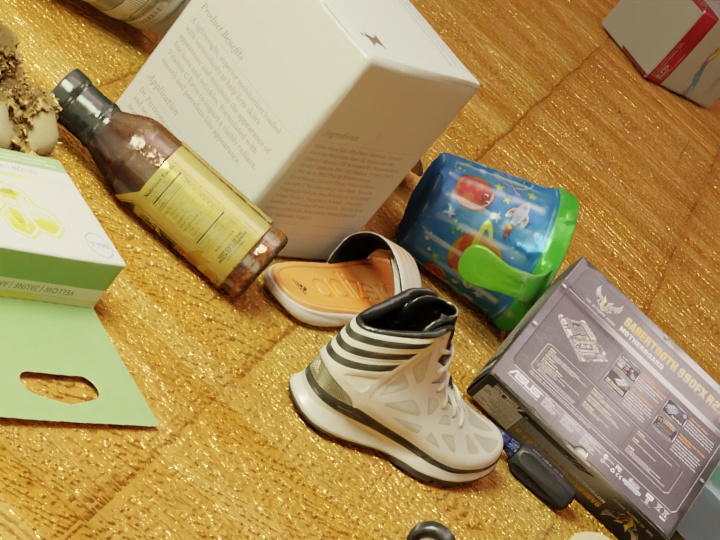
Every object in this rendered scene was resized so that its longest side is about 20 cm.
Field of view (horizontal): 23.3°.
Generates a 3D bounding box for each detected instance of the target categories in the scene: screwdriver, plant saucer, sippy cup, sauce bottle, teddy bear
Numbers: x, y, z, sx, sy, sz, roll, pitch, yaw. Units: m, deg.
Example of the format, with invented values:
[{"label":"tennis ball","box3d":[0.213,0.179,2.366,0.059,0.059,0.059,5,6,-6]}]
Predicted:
[{"label":"screwdriver","box3d":[0.090,0.118,1.371,0.200,0.028,0.029,39,51,-2]},{"label":"plant saucer","box3d":[0.302,0.218,1.531,0.200,0.027,0.201,35,23,-17]},{"label":"sippy cup","box3d":[0.106,-0.035,1.553,0.130,0.140,0.178,27,-16,-8]},{"label":"sauce bottle","box3d":[-0.144,-0.066,1.268,0.200,0.066,0.066,42,22,0]},{"label":"teddy bear","box3d":[-0.283,-0.149,1.208,0.200,0.067,0.145,49,27,-1]}]

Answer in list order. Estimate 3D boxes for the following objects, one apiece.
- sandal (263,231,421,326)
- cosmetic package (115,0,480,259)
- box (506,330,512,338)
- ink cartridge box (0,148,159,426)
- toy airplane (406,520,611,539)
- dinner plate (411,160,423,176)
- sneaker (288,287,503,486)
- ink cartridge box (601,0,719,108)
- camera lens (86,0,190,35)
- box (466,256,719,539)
[{"label":"sandal","box3d":[0.005,0.006,1.385,0.079,0.059,0.206,50,24,20]},{"label":"cosmetic package","box3d":[-0.050,-0.138,1.371,0.165,0.200,0.165,5,43,-56]},{"label":"box","box3d":[0.187,0.082,1.565,0.117,0.048,0.200,39,21,-7]},{"label":"ink cartridge box","box3d":[-0.204,0.004,1.067,0.145,0.048,0.200,11,35,-53]},{"label":"toy airplane","box3d":[0.104,0.241,1.015,0.199,0.142,0.199,-13,36,-24]},{"label":"dinner plate","box3d":[0.002,-0.173,1.660,0.201,0.024,0.200,58,-5,8]},{"label":"sneaker","box3d":[0.055,0.083,1.254,0.200,0.115,0.076,23,29,-39]},{"label":"ink cartridge box","box3d":[0.525,-0.382,2.830,0.199,0.145,0.146,16,33,-46]},{"label":"camera lens","box3d":[-0.211,-0.306,1.447,0.199,0.160,0.160,29,26,-30]},{"label":"box","box3d":[0.207,0.110,1.442,0.200,0.048,0.158,43,54,0]}]
